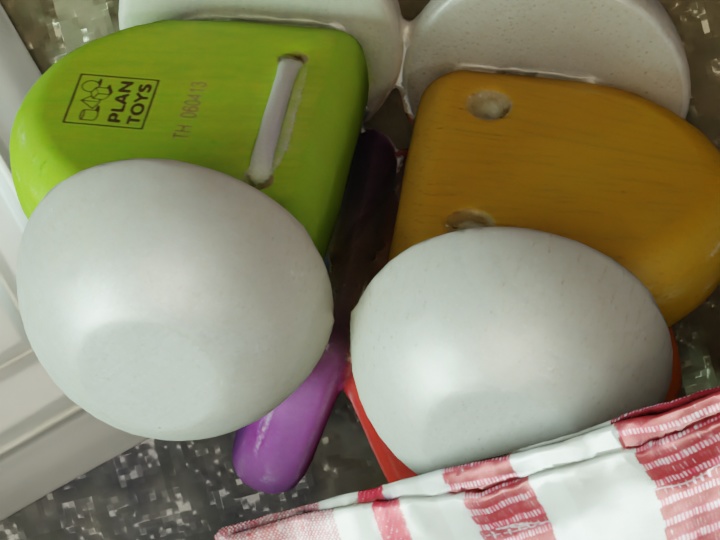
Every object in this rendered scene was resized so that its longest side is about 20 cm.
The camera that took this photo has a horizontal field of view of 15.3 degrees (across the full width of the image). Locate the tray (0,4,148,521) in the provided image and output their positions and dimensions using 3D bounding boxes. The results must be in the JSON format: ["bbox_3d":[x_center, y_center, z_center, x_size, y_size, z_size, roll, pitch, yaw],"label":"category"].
[{"bbox_3d":[-0.137,-0.021,0.809,0.107,0.022,0.200,-29,94,8],"label":"tray"}]

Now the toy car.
[{"bbox_3d":[0.000,0.000,0.750,0.199,0.175,0.150,10,134,2],"label":"toy car"}]

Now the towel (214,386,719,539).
[{"bbox_3d":[0.054,0.110,0.628,0.200,0.023,0.145,-19,76,34],"label":"towel"}]
